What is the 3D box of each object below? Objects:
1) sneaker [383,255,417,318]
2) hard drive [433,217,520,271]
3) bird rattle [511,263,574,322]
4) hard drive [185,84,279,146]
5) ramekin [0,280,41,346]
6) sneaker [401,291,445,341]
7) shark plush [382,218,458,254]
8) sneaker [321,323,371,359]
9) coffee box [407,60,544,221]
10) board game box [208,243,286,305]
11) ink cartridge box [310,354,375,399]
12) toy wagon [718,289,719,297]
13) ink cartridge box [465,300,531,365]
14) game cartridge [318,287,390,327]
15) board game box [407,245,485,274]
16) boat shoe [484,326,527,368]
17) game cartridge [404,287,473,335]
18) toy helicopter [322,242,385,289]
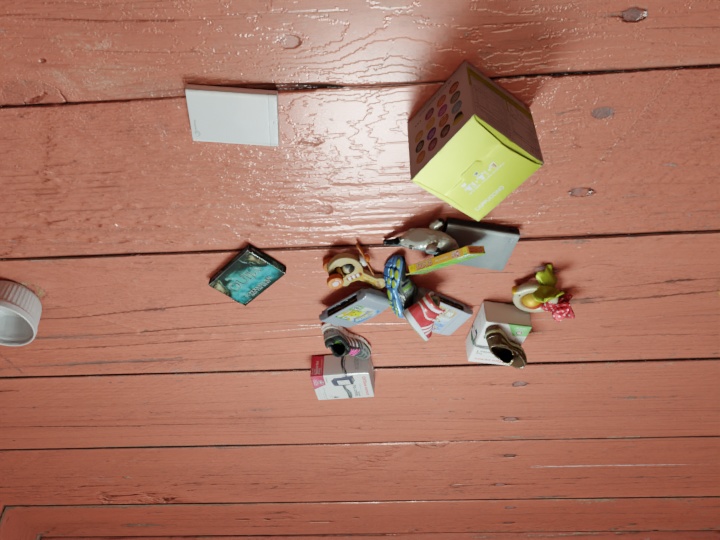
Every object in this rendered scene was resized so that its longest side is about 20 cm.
[{"bbox_3d":[0.116,0.038,1.775,0.082,0.071,0.203,-27,128,-24],"label":"sneaker"},{"bbox_3d":[0.304,-0.068,1.677,0.195,0.033,0.141,8,137,-7],"label":"hard drive"},{"bbox_3d":[0.516,0.072,1.804,0.160,0.115,0.200,-7,151,26],"label":"bird rattle"},{"bbox_3d":[-0.280,-0.342,1.403,0.195,0.027,0.133,4,137,-2],"label":"hard drive"},{"bbox_3d":[-1.042,0.121,1.862,0.195,0.107,0.203,0,137,0],"label":"ramekin"},{"bbox_3d":[0.196,0.132,1.815,0.112,0.072,0.200,-38,152,3],"label":"sneaker"},{"bbox_3d":[0.151,-0.063,1.638,0.196,0.093,0.083,-12,158,22],"label":"shark plush"},{"bbox_3d":[-0.045,0.241,1.977,0.073,0.089,0.199,-32,128,31],"label":"sneaker"},{"bbox_3d":[0.236,-0.269,1.340,0.197,0.201,0.199,26,132,-25],"label":"coffee box"},{"bbox_3d":[-0.320,0.016,1.787,0.134,0.029,0.199,32,129,-30],"label":"board game box"},{"bbox_3d":[-0.056,0.351,2.098,0.195,0.086,0.146,-5,138,7],"label":"ink cartridge box"},{"bbox_3d":[1.104,0.044,1.772,0.195,0.040,0.157,-2,137,5],"label":"toy wagon"},{"bbox_3d":[0.414,0.193,1.916,0.142,0.086,0.202,6,136,-5],"label":"ink cartridge box"},{"bbox_3d":[-0.010,0.113,1.846,0.198,0.041,0.132,-30,152,35],"label":"game cartridge"},{"bbox_3d":[0.216,-0.025,1.637,0.198,0.031,0.095,-22,169,35],"label":"board game box"},{"bbox_3d":[0.426,0.246,1.853,0.074,0.076,0.201,-30,129,29],"label":"boat shoe"},{"bbox_3d":[0.220,0.127,1.888,0.197,0.042,0.134,22,129,-21],"label":"game cartridge"},{"bbox_3d":[0.000,0.000,1.746,0.198,0.080,0.132,22,125,-36],"label":"toy helicopter"}]
